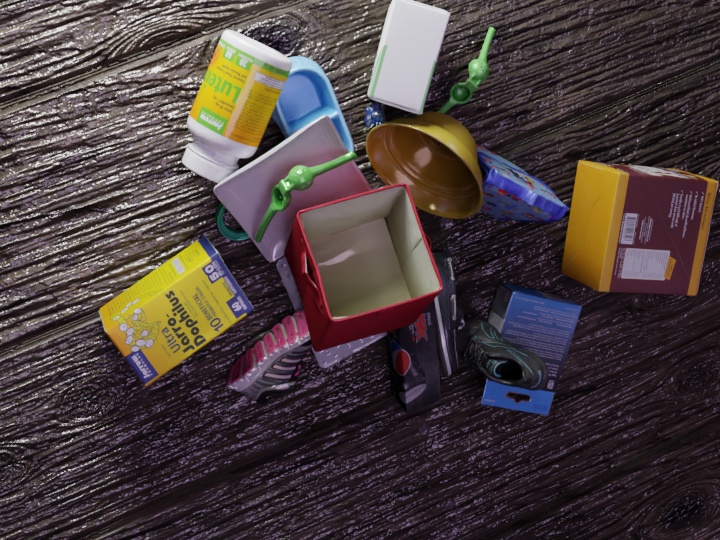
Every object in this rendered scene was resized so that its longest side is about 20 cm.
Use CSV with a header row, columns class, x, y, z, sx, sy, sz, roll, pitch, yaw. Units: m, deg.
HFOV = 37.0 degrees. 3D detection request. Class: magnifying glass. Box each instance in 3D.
class,x,y,z,sx,sy,sz,roll,pitch,yaw
magnifying glass,-0.146,-0.127,1.625,0.079,0.022,0.201,27,110,-35

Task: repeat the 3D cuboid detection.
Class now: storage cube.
class,x,y,z,sx,sy,sz,roll,pitch,yaw
storage cube,0.000,0.000,1.596,0.197,0.180,0.174,-15,76,-16

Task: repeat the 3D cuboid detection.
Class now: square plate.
class,x,y,z,sx,sy,sz,roll,pitch,yaw
square plate,-0.098,-0.123,1.611,0.198,0.029,0.199,-32,141,3

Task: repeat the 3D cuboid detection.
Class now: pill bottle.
class,x,y,z,sx,sy,sz,roll,pitch,yaw
pill bottle,-0.185,-0.233,1.561,0.110,0.111,0.203,20,103,-23

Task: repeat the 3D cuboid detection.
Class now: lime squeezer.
class,x,y,z,sx,sy,sz,roll,pitch,yaw
lime squeezer,-0.098,-0.117,1.565,0.199,0.071,0.038,-41,81,13
lime squeezer,0.161,-0.299,1.692,0.038,0.070,0.201,34,92,-41

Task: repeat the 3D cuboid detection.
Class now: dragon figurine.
class,x,y,z,sx,sy,sz,roll,pitch,yaw
dragon figurine,0.067,-0.176,1.695,0.098,0.059,0.203,-17,108,-3

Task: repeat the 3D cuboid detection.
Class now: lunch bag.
class,x,y,z,sx,sy,sz,roll,pitch,yaw
lunch bag,0.223,-0.128,1.690,0.149,0.200,0.095,24,96,-24

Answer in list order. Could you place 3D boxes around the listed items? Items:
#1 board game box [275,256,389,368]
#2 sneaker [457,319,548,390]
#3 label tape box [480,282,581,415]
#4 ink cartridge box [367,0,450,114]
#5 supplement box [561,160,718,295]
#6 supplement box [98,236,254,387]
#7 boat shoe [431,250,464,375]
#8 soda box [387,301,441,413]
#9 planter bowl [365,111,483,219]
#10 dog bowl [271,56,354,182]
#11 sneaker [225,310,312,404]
class,x,y,z,sx,sy,sz,roll,pitch,yaw
board game box,-0.017,0.027,1.742,0.198,0.026,0.203,-27,112,-11
sneaker,0.213,0.136,1.768,0.079,0.198,0.077,-5,114,-57
label tape box,0.282,0.135,1.857,0.142,0.063,0.203,12,101,-21
ink cartridge box,0.067,-0.314,1.580,0.086,0.200,0.148,15,101,-2
supplement box,0.472,-0.073,1.831,0.196,0.133,0.201,3,103,-20
supplement box,-0.277,0.059,1.612,0.199,0.109,0.110,-36,113,-7
boat shoe,0.142,0.069,1.763,0.059,0.076,0.204,-12,94,-10
soda box,0.086,0.129,1.764,0.070,0.063,0.203,-16,119,-17
planter bowl,0.112,-0.175,1.600,0.200,0.199,0.084,45,64,-23
dog bowl,-0.075,-0.225,1.641,0.110,0.050,0.203,-26,111,-11
sneaker,-0.116,0.141,1.705,0.199,0.074,0.088,-38,121,9
